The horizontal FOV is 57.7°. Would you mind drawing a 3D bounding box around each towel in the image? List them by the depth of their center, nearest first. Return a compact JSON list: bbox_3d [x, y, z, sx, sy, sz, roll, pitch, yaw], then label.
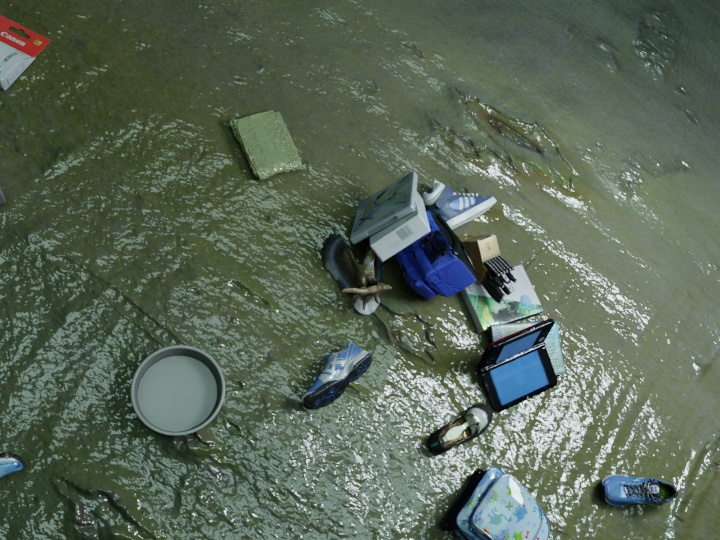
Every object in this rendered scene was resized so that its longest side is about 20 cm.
[{"bbox_3d":[0.434,0.207,1.706,0.199,0.022,0.147,-2,80,-16],"label":"towel"},{"bbox_3d":[-0.253,-0.342,1.767,0.148,0.037,0.200,-20,72,-24],"label":"towel"}]

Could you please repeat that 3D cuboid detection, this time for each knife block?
[{"bbox_3d":[0.325,-0.005,1.740,0.064,0.200,0.176,-19,102,-25],"label":"knife block"}]

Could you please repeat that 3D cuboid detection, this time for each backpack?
[{"bbox_3d":[0.317,0.562,1.451,0.200,0.147,0.183,42,64,2],"label":"backpack"},{"bbox_3d":[0.177,-0.046,1.672,0.168,0.163,0.200,-28,54,10],"label":"backpack"}]

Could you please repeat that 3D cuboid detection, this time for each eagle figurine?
[{"bbox_3d":[0.005,-0.006,1.653,0.152,0.151,0.200,40,15,-41],"label":"eagle figurine"}]

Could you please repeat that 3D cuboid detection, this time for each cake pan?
[{"bbox_3d":[-0.401,0.265,1.440,0.200,0.037,0.201,6,65,-13],"label":"cake pan"}]

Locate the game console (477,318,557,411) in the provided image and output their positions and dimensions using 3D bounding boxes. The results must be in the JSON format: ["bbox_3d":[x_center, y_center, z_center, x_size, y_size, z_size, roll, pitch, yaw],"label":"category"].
[{"bbox_3d":[0.407,0.235,1.624,0.200,0.173,0.119,-20,58,-19],"label":"game console"}]

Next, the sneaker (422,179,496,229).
[{"bbox_3d":[0.270,-0.206,1.830,0.200,0.081,0.147,-27,80,-20],"label":"sneaker"}]

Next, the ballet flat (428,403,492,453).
[{"bbox_3d":[0.252,0.377,1.562,0.200,0.068,0.068,-28,76,-26],"label":"ballet flat"}]

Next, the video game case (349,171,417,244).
[{"bbox_3d":[0.061,-0.162,1.663,0.022,0.182,0.200,52,25,-23],"label":"video game case"}]

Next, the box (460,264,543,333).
[{"bbox_3d":[0.377,0.075,1.757,0.200,0.036,0.145,-16,71,-20],"label":"box"}]

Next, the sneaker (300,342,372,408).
[{"bbox_3d":[-0.065,0.248,1.537,0.200,0.076,0.077,-36,57,-27],"label":"sneaker"}]

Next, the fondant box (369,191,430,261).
[{"bbox_3d":[0.093,-0.122,1.644,0.058,0.144,0.200,51,17,-22],"label":"fondant box"}]

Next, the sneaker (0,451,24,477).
[{"bbox_3d":[-0.751,0.418,1.260,0.200,0.078,0.090,-21,92,-20],"label":"sneaker"}]

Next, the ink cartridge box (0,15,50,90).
[{"bbox_3d":[-0.925,-0.575,1.672,0.161,0.050,0.200,27,63,-3],"label":"ink cartridge box"}]

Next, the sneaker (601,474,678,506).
[{"bbox_3d":[0.685,0.536,1.603,0.199,0.089,0.079,5,64,-14],"label":"sneaker"}]

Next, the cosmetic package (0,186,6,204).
[{"bbox_3d":[-0.904,-0.239,1.501,0.107,0.090,0.200,-23,77,-21],"label":"cosmetic package"}]
